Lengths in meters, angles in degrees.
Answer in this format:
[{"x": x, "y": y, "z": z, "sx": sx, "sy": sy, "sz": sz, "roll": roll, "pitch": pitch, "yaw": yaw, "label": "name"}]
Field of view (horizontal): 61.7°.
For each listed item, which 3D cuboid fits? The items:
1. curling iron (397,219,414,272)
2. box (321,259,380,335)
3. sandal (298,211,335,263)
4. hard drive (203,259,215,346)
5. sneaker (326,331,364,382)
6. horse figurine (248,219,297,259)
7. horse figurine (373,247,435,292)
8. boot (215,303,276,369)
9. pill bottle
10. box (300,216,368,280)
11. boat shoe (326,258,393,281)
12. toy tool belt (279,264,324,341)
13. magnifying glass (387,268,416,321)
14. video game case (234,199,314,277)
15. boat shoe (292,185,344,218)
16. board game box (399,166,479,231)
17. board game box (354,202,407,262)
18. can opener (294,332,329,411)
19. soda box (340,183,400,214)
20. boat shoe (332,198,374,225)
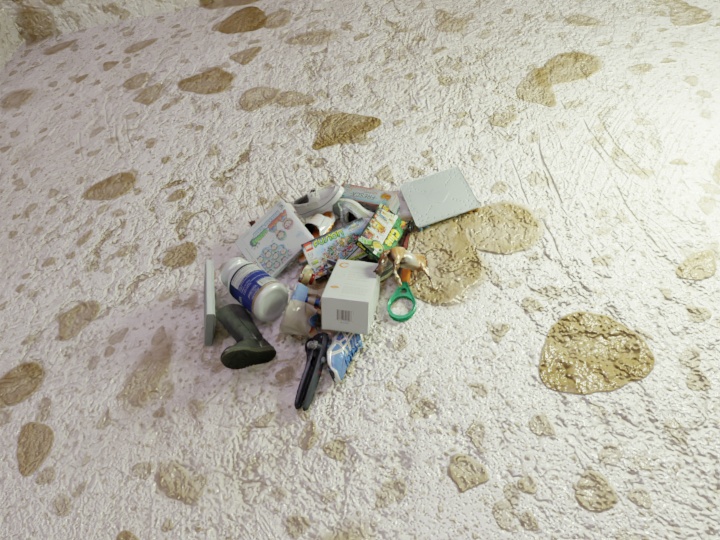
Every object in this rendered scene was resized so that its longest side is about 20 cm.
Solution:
[{"x": 0.121, "y": -0.069, "z": 1.725, "sx": 0.025, "sy": 0.050, "sz": 0.203, "roll": 6, "pitch": 54, "yaw": 20, "label": "curling iron"}, {"x": -0.021, "y": 0.064, "z": 1.558, "sx": 0.122, "sy": 0.099, "sz": 0.201, "roll": 6, "pitch": 30, "yaw": 9, "label": "box"}, {"x": -0.141, "y": -0.117, "z": 1.815, "sx": 0.078, "sy": 0.059, "sz": 0.209, "roll": -13, "pitch": 41, "yaw": 43, "label": "sandal"}, {"x": -0.425, "y": 0.089, "z": 1.688, "sx": 0.026, "sy": 0.133, "sz": 0.202, "roll": 2, "pitch": 45, "yaw": -16, "label": "hard drive"}, {"x": -0.035, "y": 0.189, "z": 1.522, "sx": 0.075, "sy": 0.076, "sz": 0.203, "roll": -2, "pitch": 50, "yaw": 19, "label": "sneaker"}, {"x": -0.261, "y": -0.098, "z": 1.852, "sx": 0.196, "sy": 0.050, "sz": 0.135, "roll": 10, "pitch": 62, "yaw": 16, "label": "horse figurine"}, {"x": 0.121, "y": -0.012, "z": 1.592, "sx": 0.197, "sy": 0.050, "sz": 0.135, "roll": 15, "pitch": 47, "yaw": -31, "label": "horse figurine"}, {"x": -0.331, "y": 0.165, "z": 1.587, "sx": 0.201, "sy": 0.180, "sz": 0.073, "roll": 50, "pitch": 114, "yaw": 31, "label": "boot"}, {"x": -0.303, "y": 0.048, "z": 1.697, "sx": 0.115, "sy": 0.117, "sz": 0.199, "roll": -41, "pitch": 51, "yaw": -20, "label": "pill bottle"}, {"x": -0.062, "y": -0.063, "z": 1.740, "sx": 0.197, "sy": 0.035, "sz": 0.112, "roll": -25, "pitch": 85, "yaw": -6, "label": "box"}, {"x": 0.000, "y": 0.000, "z": 1.685, "sx": 0.196, "sy": 0.066, "sz": 0.074, "roll": -17, "pitch": 45, "yaw": 0, "label": "boat shoe"}, {"x": -0.133, "y": 0.097, "z": 1.623, "sx": 0.121, "sy": 0.125, "sz": 0.203, "roll": 23, "pitch": 57, "yaw": -5, "label": "toy tool belt"}, {"x": 0.118, "y": 0.051, "z": 1.637, "sx": 0.078, "sy": 0.023, "sz": 0.203, "roll": -1, "pitch": 49, "yaw": 15, "label": "magnifying glass"}, {"x": -0.258, "y": -0.087, "z": 1.802, "sx": 0.199, "sy": 0.024, "sz": 0.183, "roll": -42, "pitch": 63, "yaw": 1, "label": "video game case"}, {"x": -0.135, "y": -0.225, "z": 1.861, "sx": 0.198, "sy": 0.066, "sz": 0.073, "roll": -16, "pitch": 40, "yaw": 45, "label": "boat shoe"}, {"x": 0.238, "y": -0.220, "z": 1.835, "sx": 0.196, "sy": 0.026, "sz": 0.202, "roll": -19, "pitch": 47, "yaw": 0, "label": "board game box"}, {"x": 0.061, "y": -0.105, "z": 1.719, "sx": 0.104, "sy": 0.023, "sz": 0.201, "roll": 39, "pitch": 43, "yaw": -8, "label": "board game box"}, {"x": -0.116, "y": 0.249, "z": 1.496, "sx": 0.063, "sy": 0.078, "sz": 0.203, "roll": -12, "pitch": 52, "yaw": 42, "label": "can opener"}, {"x": 0.020, "y": -0.211, "z": 1.861, "sx": 0.197, "sy": 0.069, "sz": 0.064, "roll": 14, "pitch": 55, "yaw": 27, "label": "soda box"}, {"x": -0.014, "y": -0.156, "z": 1.822, "sx": 0.200, "sy": 0.075, "sz": 0.065, "roll": 31, "pitch": 59, "yaw": 27, "label": "boat shoe"}]
